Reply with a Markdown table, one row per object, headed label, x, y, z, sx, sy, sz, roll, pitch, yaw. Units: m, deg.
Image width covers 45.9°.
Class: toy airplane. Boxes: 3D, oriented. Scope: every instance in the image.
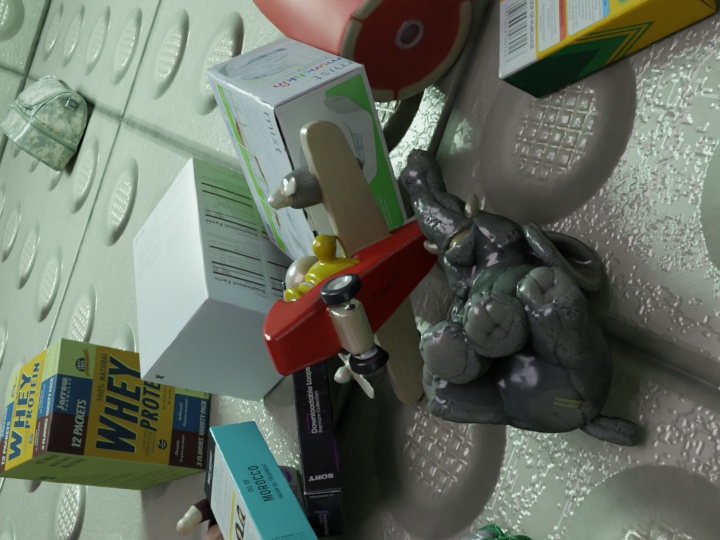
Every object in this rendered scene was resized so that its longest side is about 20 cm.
| label | x | y | z | sx | sy | sz | roll | pitch | yaw |
| --- | --- | --- | --- | --- | --- | --- | --- | --- | --- |
| toy airplane | 0.000 | 0.000 | 0.707 | 0.140 | 0.198 | 0.202 | -1 | 75 | 41 |

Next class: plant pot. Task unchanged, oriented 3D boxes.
| label | x | y | z | sx | sy | sz | roll | pitch | yaw |
| --- | --- | --- | --- | --- | --- | --- | --- | --- | --- |
| plant pot | 0.006 | -0.274 | 0.833 | 0.201 | 0.199 | 0.178 | -53 | 50 | 27 |

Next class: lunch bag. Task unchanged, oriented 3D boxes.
| label | x | y | z | sx | sy | sz | roll | pitch | yaw |
| --- | --- | --- | --- | --- | --- | --- | --- | --- | --- |
| lunch bag | -0.685 | -0.336 | 1.872 | 0.168 | 0.139 | 0.200 | -54 | 36 | -1 |

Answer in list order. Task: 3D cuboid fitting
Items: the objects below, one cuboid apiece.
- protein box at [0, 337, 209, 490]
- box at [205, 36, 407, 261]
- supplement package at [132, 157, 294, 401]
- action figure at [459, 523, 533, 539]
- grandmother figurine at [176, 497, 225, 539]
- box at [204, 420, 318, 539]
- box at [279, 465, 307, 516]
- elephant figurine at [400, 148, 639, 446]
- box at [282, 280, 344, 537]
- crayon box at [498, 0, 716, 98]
| label | x | y | z | sx | sy | sz | roll | pitch | yaw |
| --- | --- | --- | --- | --- | --- | --- | --- | --- | --- |
| protein box | -0.328 | 0.192 | 1.085 | 0.198 | 0.199 | 0.136 | -27 | 56 | 46 |
| box | -0.049 | -0.100 | 0.811 | 0.176 | 0.096 | 0.201 | 36 | 150 | 54 |
| supplement package | -0.152 | 0.013 | 0.955 | 0.152 | 0.150 | 0.201 | -46 | 43 | 33 |
| action figure | 0.061 | 0.253 | 0.649 | 0.200 | 0.054 | 0.119 | -46 | 40 | 29 |
| grandmother figurine | -0.128 | 0.271 | 0.855 | 0.060 | 0.121 | 0.201 | -32 | 27 | 14 |
| box | -0.091 | 0.232 | 0.780 | 0.200 | 0.049 | 0.083 | 48 | 135 | 51 |
| box | -0.067 | 0.282 | 0.823 | 0.039 | 0.041 | 0.201 | -51 | 39 | 29 |
| elephant figurine | 0.108 | 0.011 | 0.615 | 0.140 | 0.156 | 0.201 | -8 | 33 | 9 |
| box | -0.043 | 0.129 | 0.789 | 0.143 | 0.036 | 0.201 | 89 | 172 | -59 |
| crayon box | 0.195 | -0.232 | 0.655 | 0.199 | 0.051 | 0.127 | -20 | 61 | 51 |
